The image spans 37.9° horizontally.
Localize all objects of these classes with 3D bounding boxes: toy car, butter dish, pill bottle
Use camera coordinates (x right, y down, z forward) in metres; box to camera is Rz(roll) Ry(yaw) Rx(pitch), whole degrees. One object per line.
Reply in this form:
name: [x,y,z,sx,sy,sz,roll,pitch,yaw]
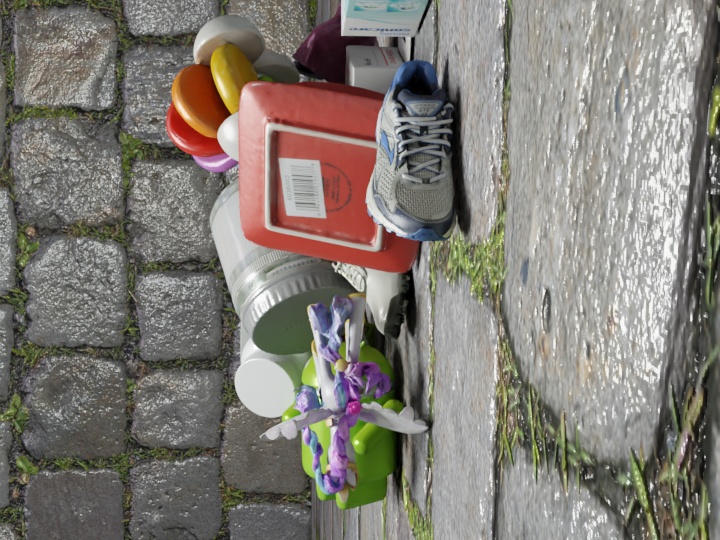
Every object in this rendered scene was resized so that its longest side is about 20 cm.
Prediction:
toy car: [-0.144,-0.176,1.216,0.200,0.149,0.176,34,-146,-61]
butter dish: [-0.018,-0.122,1.104,0.148,0.197,0.201,-68,-14,-50]
pill bottle: [-0.091,0.108,1.404,0.200,0.112,0.114,-52,-31,-60]

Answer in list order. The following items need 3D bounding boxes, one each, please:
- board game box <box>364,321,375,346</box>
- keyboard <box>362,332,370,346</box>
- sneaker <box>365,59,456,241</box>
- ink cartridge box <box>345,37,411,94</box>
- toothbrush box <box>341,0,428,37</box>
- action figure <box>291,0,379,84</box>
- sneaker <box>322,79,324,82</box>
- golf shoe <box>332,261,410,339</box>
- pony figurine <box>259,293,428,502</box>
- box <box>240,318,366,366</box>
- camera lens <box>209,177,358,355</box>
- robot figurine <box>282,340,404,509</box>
board game box: [-0.039,0.147,1.582,0.201,0.101,0.048,96,-161,-45]
keyboard: [-0.015,0.050,1.428,0.056,0.011,0.202,-108,-7,-84]
sneaker: [0.045,-0.108,0.892,0.201,0.076,0.086,-96,12,-46]
ink cartridge box: [0.016,-0.190,1.218,0.116,0.067,0.202,-103,14,-66]
toothbrush box: [0.027,-0.333,1.027,0.200,0.084,0.148,120,150,-82]
action figure: [0.000,-0.309,1.261,0.201,0.148,0.134,-56,1,30]
sneaker: [-0.021,-0.238,1.745,0.075,0.070,0.202,-143,48,-60]
golf shoe: [0.009,0.003,1.198,0.201,0.087,0.078,-98,12,-49]
pony figurine: [-0.019,0.131,1.094,0.193,0.165,0.202,96,173,-72]
box: [-0.094,0.098,1.696,0.125,0.198,0.098,-103,14,-65]
camera lens: [-0.093,-0.018,1.308,0.161,0.158,0.201,98,155,-55]
robot figurine: [-0.013,0.178,1.259,0.175,0.115,0.202,8,100,56]
